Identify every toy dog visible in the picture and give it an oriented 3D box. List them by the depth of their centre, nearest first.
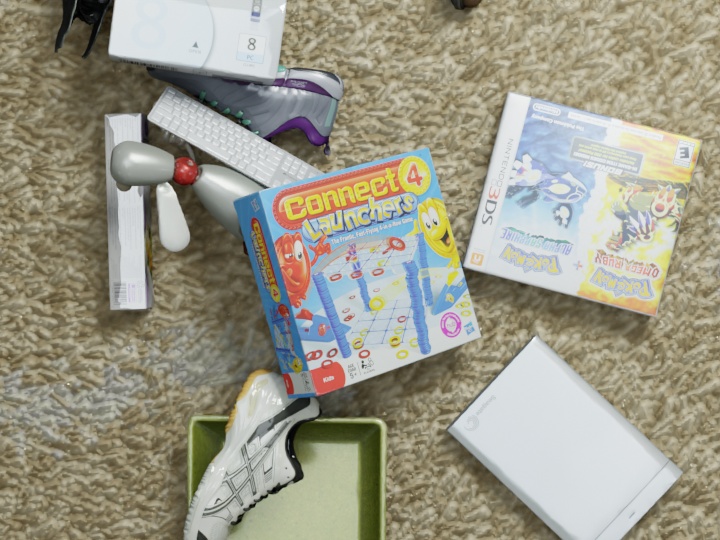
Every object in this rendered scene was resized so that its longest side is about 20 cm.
[{"bbox_3d":[-0.152,-0.067,1.354,0.200,0.132,0.096,30,129,-5],"label":"toy dog"}]

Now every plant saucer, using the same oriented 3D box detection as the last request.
[{"bbox_3d":[-0.072,0.244,1.382,0.200,0.048,0.200,1,90,4],"label":"plant saucer"}]

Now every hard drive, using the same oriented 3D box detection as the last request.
[{"bbox_3d":[0.203,0.180,1.374,0.200,0.027,0.132,43,92,3],"label":"hard drive"}]

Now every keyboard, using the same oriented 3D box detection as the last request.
[{"bbox_3d":[-0.111,-0.115,1.346,0.200,0.056,0.011,29,129,-6],"label":"keyboard"}]

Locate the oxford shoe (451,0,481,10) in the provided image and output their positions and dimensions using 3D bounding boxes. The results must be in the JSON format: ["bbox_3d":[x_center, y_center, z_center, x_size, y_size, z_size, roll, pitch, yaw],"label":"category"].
[{"bbox_3d":[0.141,-0.341,1.330,0.084,0.073,0.200,23,116,8],"label":"oxford shoe"}]

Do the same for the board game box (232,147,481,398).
[{"bbox_3d":[0.000,0.000,1.317,0.200,0.056,0.196,-18,93,-31],"label":"board game box"}]

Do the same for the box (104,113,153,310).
[{"bbox_3d":[-0.235,-0.059,1.395,0.041,0.039,0.201,-3,90,2],"label":"box"}]

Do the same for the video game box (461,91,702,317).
[{"bbox_3d":[0.218,-0.065,1.364,0.200,0.047,0.183,14,94,4],"label":"video game box"}]

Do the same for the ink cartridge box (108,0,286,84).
[{"bbox_3d":[-0.147,-0.288,1.307,0.160,0.047,0.200,7,92,-7],"label":"ink cartridge box"}]

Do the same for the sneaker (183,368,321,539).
[{"bbox_3d":[-0.103,0.199,1.322,0.088,0.076,0.200,24,92,4],"label":"sneaker"}]

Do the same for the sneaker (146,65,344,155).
[{"bbox_3d":[-0.120,-0.168,1.373,0.200,0.074,0.088,9,96,3],"label":"sneaker"}]

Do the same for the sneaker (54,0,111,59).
[{"bbox_3d":[-0.270,-0.319,1.379,0.060,0.104,0.200,12,53,-25],"label":"sneaker"}]
